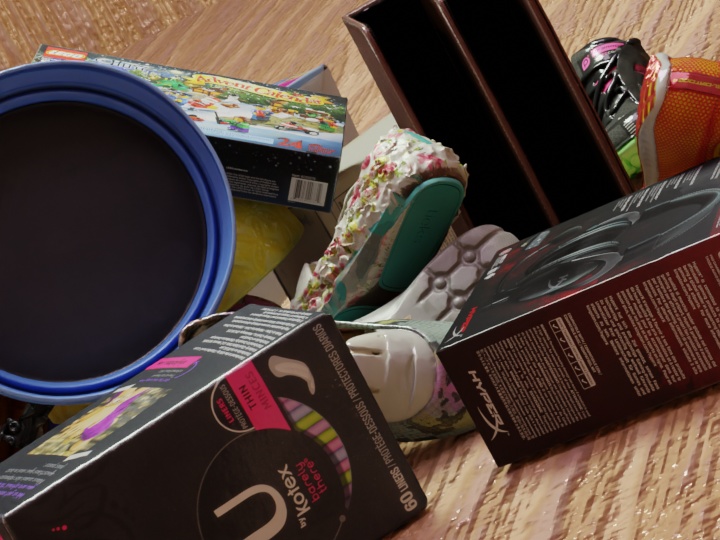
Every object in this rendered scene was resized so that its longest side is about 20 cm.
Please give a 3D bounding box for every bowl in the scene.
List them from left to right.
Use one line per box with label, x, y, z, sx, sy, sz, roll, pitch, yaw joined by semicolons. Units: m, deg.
bowl;-0.172;-0.020;1.651;0.201;0.201;0.039;-31;-8;-10
bowl;-0.144;-0.008;1.767;0.200;0.108;0.200;-36;9;6

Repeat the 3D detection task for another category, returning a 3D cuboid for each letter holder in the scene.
letter holder;0.086;-0.080;1.694;0.101;0.200;0.142;-29;13;-2

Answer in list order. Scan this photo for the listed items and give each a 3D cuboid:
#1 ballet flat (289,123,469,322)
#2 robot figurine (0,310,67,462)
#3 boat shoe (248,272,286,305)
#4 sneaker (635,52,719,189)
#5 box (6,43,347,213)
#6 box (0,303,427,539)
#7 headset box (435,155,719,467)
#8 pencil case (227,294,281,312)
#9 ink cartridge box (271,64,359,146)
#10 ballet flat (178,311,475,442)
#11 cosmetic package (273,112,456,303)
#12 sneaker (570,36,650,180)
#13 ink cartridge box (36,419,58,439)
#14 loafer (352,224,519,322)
ballet flat;0.000;0.000;1.686;0.076;0.064;0.200;10;-58;-41
robot figurine;-0.236;0.101;1.702;0.058;0.200;0.145;13;-4;-37
boat shoe;-0.132;0.030;2.036;0.200;0.071;0.070;-31;14;20
sneaker;0.196;-0.058;1.592;0.077;0.073;0.200;12;-13;12
box;-0.110;-0.089;1.758;0.200;0.038;0.137;10;19;-2
box;-0.088;0.118;1.466;0.200;0.122;0.106;-33;14;-19
headset box;0.156;0.010;1.480;0.200;0.077;0.149;-24;13;24
pencil case;-0.094;0.081;1.721;0.086;0.083;0.200;4;21;12
ink cartridge box;-0.085;-0.054;2.094;0.200;0.137;0.076;-16;13;44
ballet flat;-0.014;0.054;1.570;0.200;0.069;0.071;5;-9;28
cosmetic package;0.031;-0.044;1.892;0.200;0.104;0.073;-37;14;-38
sneaker;0.168;-0.109;1.896;0.077;0.084;0.200;-28;13;4
ink cartridge box;-0.213;0.047;1.877;0.043;0.200;0.198;31;51;31
loafer;0.020;0.054;1.647;0.200;0.070;0.070;-35;-26;-2
